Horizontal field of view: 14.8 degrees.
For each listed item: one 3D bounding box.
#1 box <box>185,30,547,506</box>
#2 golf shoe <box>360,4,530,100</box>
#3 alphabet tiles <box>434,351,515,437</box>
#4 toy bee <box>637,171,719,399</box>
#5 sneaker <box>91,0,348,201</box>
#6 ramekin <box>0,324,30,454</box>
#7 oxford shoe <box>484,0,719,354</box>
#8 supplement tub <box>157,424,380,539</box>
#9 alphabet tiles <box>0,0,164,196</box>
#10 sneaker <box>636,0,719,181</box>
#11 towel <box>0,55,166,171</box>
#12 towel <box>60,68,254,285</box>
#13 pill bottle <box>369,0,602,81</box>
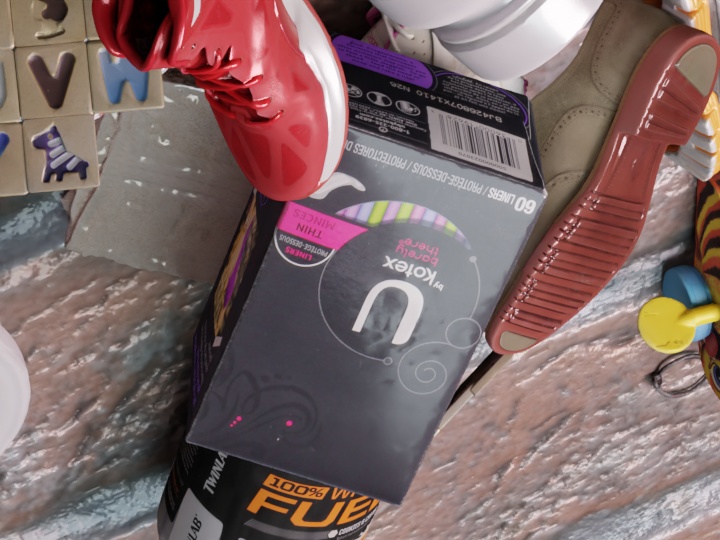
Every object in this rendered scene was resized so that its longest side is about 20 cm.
[{"bbox_3d":[0.000,0.000,1.399,0.122,0.106,0.200,17,118,-11],"label":"box"},{"bbox_3d":[0.046,-0.134,1.432,0.091,0.075,0.200,-8,135,-15],"label":"golf shoe"},{"bbox_3d":[0.094,0.033,1.573,0.200,0.008,0.167,-48,179,10],"label":"alphabet tiles"},{"bbox_3d":[0.240,0.036,1.682,0.131,0.109,0.200,-28,139,0],"label":"toy bee"},{"bbox_3d":[-0.072,-0.096,1.230,0.116,0.078,0.200,-50,135,-42],"label":"sneaker"},{"bbox_3d":[-0.278,0.047,1.418,0.202,0.094,0.203,-14,147,-9],"label":"ramekin"},{"bbox_3d":[0.112,-0.050,1.457,0.070,0.075,0.200,20,104,-55],"label":"oxford shoe"},{"bbox_3d":[-0.037,0.093,1.587,0.122,0.123,0.200,-2,134,-26],"label":"supplement tub"},{"bbox_3d":[-0.176,-0.133,1.250,0.166,0.006,0.201,-5,95,0],"label":"alphabet tiles"},{"bbox_3d":[0.189,-0.123,1.518,0.077,0.078,0.200,-42,153,-20],"label":"sneaker"},{"bbox_3d":[-0.181,-0.076,1.328,0.200,0.146,0.030,-29,110,2],"label":"towel"},{"bbox_3d":[-0.051,-0.042,1.465,0.199,0.035,0.133,16,129,-12],"label":"towel"},{"bbox_3d":[0.023,-0.186,1.292,0.113,0.113,0.200,-41,119,17],"label":"pill bottle"}]
